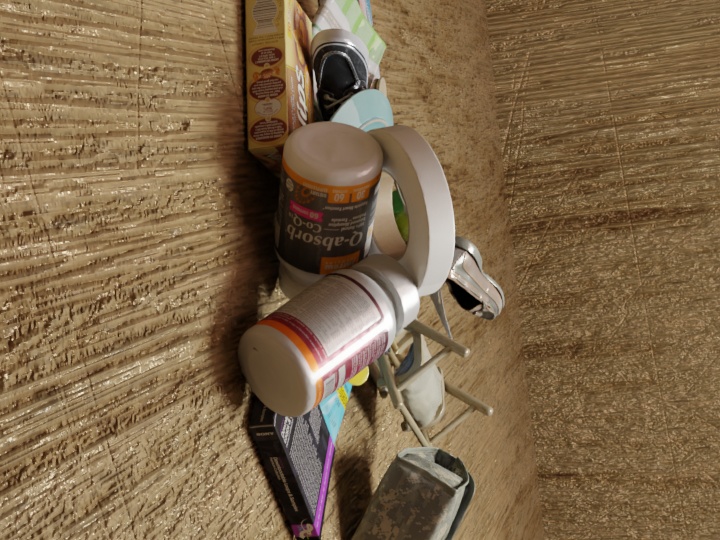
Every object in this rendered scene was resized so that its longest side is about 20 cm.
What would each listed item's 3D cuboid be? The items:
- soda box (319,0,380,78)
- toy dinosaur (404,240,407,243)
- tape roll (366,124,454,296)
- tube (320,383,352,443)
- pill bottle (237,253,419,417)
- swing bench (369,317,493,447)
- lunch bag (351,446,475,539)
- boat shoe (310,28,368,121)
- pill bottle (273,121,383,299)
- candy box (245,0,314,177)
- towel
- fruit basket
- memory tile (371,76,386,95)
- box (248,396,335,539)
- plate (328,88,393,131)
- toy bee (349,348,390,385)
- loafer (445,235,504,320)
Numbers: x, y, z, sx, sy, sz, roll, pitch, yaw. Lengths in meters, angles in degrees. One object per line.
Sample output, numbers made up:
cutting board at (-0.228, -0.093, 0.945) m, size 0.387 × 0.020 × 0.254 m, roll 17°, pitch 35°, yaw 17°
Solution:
soda box at (-0.012, -0.314, 1.913) m, size 0.068 × 0.063 × 0.202 m, roll -40°, pitch 124°, yaw -72°
toy dinosaur at (0.000, 0.000, 1.676) m, size 0.086 × 0.200 × 0.136 m, roll 41°, pitch 57°, yaw -6°
tape roll at (0.044, -0.067, 1.511) m, size 0.203 × 0.037 × 0.204 m, roll 41°, pitch -43°, yaw 54°
tube at (-0.028, 0.129, 1.725) m, size 0.078 × 0.050 × 0.201 m, roll 61°, pitch 31°, yaw -41°
pill bottle at (-0.031, 0.066, 1.438) m, size 0.200 × 0.109 × 0.110 m, roll -35°, pitch 123°, yaw -38°
swing bench at (0.071, 0.134, 1.889) m, size 0.200 × 0.129 × 0.199 m, roll 49°, pitch -7°, yaw 35°
lunch bag at (0.077, 0.335, 1.799) m, size 0.165 × 0.117 × 0.200 m, roll -63°, pitch 168°, yaw 6°
boat shoe at (-0.024, -0.220, 1.626) m, size 0.200 × 0.071 × 0.068 m, roll 86°, pitch 4°, yaw -63°
pill bottle at (-0.041, -0.061, 1.514) m, size 0.117 × 0.115 × 0.201 m, roll -76°, pitch 175°, yaw -53°
candy box at (-0.095, -0.225, 1.567) m, size 0.115 × 0.055 × 0.202 m, roll 40°, pitch 47°, yaw -70°
towel at (-0.028, -0.274, 1.756) m, size 0.149 × 0.030 × 0.201 m, roll 53°, pitch 49°, yaw -45°
fruit basket at (0.094, -0.021, 1.893) m, size 0.186 × 0.093 × 0.201 m, roll 72°, pitch -9°, yaw -45°
memory tile at (0.021, -0.151, 1.807) m, size 0.154 × 0.017 × 0.201 m, roll 75°, pitch 20°, yaw -52°
box at (-0.076, 0.196, 1.521) m, size 0.144 × 0.036 × 0.201 m, roll -80°, pitch 160°, yaw -49°
plate at (-0.005, -0.128, 1.640) m, size 0.200 × 0.025 × 0.201 m, roll -42°, pitch 144°, yaw -40°
toy bee at (-0.038, 0.085, 1.629) m, size 0.131 × 0.108 × 0.200 m, roll 55°, pitch -3°, yaw 9°
loafer at (0.147, 0.025, 1.825) m, size 0.063 × 0.071 × 0.200 m, roll -65°, pitch 149°, yaw -21°
